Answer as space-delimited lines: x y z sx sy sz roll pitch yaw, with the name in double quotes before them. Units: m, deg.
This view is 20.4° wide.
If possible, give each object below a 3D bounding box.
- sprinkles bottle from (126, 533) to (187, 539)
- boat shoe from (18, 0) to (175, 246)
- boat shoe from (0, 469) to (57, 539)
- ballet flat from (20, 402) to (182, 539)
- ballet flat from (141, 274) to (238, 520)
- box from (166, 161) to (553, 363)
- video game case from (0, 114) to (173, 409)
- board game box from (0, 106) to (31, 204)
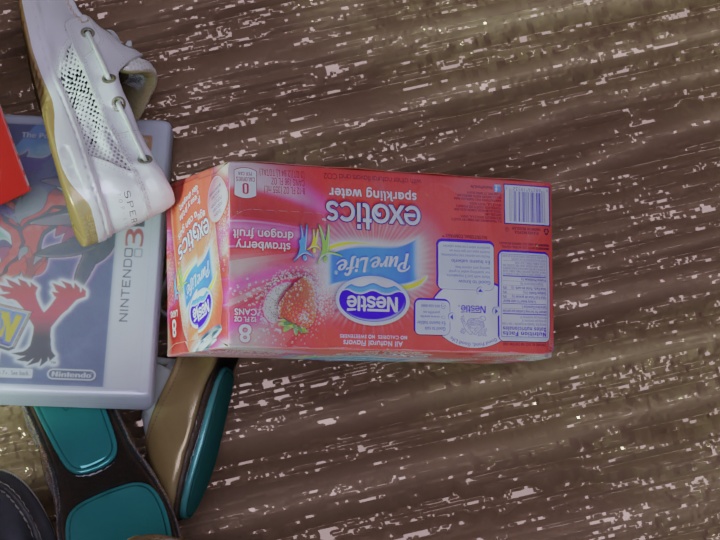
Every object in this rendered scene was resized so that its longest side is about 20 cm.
"sprinkles bottle" -0.120 0.237 1.024 0.068 0.068 0.200 19 106 0
"boat shoe" -0.150 -0.102 1.139 0.069 0.071 0.200 -15 58 -8
"boat shoe" -0.191 0.207 1.082 0.067 0.057 0.200 -6 84 -1
"ballet flat" -0.140 0.129 1.118 0.068 0.067 0.200 -16 63 -6
"ballet flat" -0.095 0.046 1.155 0.063 0.069 0.200 17 75 9
"box" 0.000 0.000 1.110 0.200 0.095 0.103 2 84 -26
"video game case" -0.212 -0.009 1.139 0.200 0.023 0.182 2 61 -2
"board game box" -0.293 -0.069 1.068 0.200 0.046 0.152 -28 130 -17
